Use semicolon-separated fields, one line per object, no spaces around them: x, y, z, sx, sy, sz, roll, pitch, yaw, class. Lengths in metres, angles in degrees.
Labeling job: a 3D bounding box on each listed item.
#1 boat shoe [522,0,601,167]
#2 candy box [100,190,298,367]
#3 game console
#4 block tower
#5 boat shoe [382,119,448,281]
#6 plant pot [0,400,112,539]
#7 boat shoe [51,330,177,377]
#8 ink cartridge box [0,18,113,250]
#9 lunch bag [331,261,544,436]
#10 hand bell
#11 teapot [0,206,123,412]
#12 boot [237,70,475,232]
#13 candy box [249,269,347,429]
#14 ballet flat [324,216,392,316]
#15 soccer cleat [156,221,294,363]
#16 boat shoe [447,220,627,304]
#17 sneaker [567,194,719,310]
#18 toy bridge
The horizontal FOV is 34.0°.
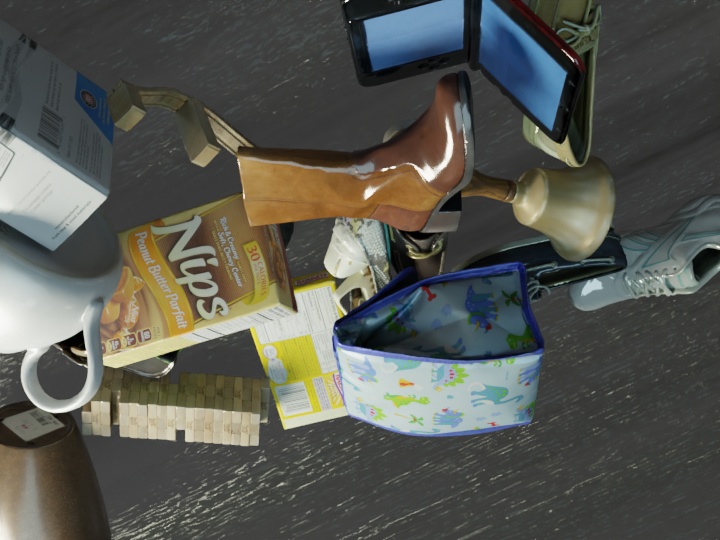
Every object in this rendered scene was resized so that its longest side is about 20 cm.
0.189;-0.187;1.066;0.073;0.063;0.203;-26;138;-28;boat shoe
-0.167;0.009;1.116;0.197;0.117;0.055;-17;165;14;candy box
0.082;-0.166;0.982;0.170;0.120;0.200;-14;167;1;game console
-0.197;0.146;1.267;0.197;0.058;0.055;3;130;-7;block tower
0.056;-0.050;1.169;0.071;0.060;0.202;-9;130;-5;boat shoe
-0.355;0.251;1.275;0.184;0.187;0.203;1;114;-12;plant pot
-0.272;0.066;1.189;0.199;0.074;0.074;30;118;-30;boat shoe
-0.305;-0.134;0.972;0.199;0.147;0.086;34;118;-31;ink cartridge box
0.074;0.087;1.181;0.197;0.129;0.171;-11;147;-2;lunch bag
0.133;-0.077;1.120;0.197;0.105;0.105;10;127;-27;hand bell
-0.315;0.004;1.050;0.196;0.201;0.146;27;116;-28;teapot
-0.005;-0.102;1.003;0.197;0.069;0.189;3;153;-4;boot
-0.058;0.090;1.282;0.101;0.027;0.202;-14;130;0;candy box
0.000;0.000;1.187;0.071;0.073;0.202;-13;131;0;ballet flat
-0.136;0.015;1.169;0.200;0.082;0.067;-42;125;18;soccer cleat
0.179;0.006;1.228;0.197;0.063;0.075;-18;157;-1;boat shoe
0.312;-0.006;1.244;0.198;0.081;0.071;-28;131;14;sneaker
-0.147;-0.126;1.059;0.027;0.068;0.199;-41;145;21;toy bridge
